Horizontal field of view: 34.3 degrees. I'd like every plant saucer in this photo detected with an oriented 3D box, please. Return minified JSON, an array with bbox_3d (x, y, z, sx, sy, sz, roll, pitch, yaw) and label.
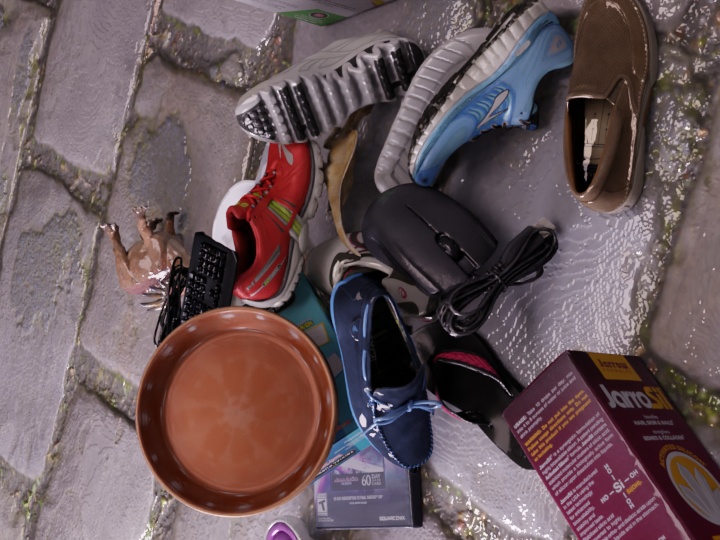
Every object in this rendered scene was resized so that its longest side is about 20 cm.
[{"bbox_3d":[-0.118,0.135,1.125,0.200,0.032,0.201,-2,79,11],"label":"plant saucer"}]

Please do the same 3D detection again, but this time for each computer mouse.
[{"bbox_3d":[0.072,-0.034,1.079,0.138,0.053,0.200,-42,45,-15],"label":"computer mouse"}]

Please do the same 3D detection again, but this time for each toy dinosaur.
[{"bbox_3d":[-0.263,-0.002,1.454,0.200,0.086,0.136,-15,81,50],"label":"toy dinosaur"},{"bbox_3d":[-0.025,-0.098,1.203,0.101,0.058,0.201,139,145,-59],"label":"toy dinosaur"}]

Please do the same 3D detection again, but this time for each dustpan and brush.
[{"bbox_3d":[-0.114,-0.071,1.319,0.140,0.057,0.200,46,117,39],"label":"dustpan and brush"}]

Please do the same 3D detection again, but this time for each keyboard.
[{"bbox_3d":[-0.179,0.062,1.189,0.104,0.040,0.201,26,108,47],"label":"keyboard"}]

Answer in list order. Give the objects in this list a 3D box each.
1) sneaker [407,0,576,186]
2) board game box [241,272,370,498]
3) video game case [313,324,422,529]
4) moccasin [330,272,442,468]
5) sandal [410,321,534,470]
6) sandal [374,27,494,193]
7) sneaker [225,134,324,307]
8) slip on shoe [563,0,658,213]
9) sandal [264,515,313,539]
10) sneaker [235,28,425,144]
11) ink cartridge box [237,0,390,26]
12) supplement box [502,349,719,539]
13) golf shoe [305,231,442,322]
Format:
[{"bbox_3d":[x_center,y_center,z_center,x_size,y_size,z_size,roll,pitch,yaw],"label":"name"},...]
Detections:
[{"bbox_3d":[0.119,-0.146,1.061,0.200,0.090,0.078,-47,10,20],"label":"sneaker"},{"bbox_3d":[-0.076,0.118,1.194,0.151,0.047,0.200,-33,56,2],"label":"board game box"},{"bbox_3d":[0.001,0.164,1.204,0.143,0.019,0.201,-13,77,44],"label":"video game case"},{"bbox_3d":[0.023,0.102,1.074,0.068,0.080,0.200,16,134,59],"label":"moccasin"},{"bbox_3d":[0.105,0.110,1.083,0.200,0.045,0.075,41,115,41],"label":"sandal"},{"bbox_3d":[0.076,-0.156,1.137,0.203,0.082,0.050,-52,10,27],"label":"sandal"},{"bbox_3d":[-0.094,-0.064,1.186,0.077,0.085,0.201,-7,72,55],"label":"sneaker"},{"bbox_3d":[0.205,-0.150,0.997,0.076,0.060,0.201,3,88,45],"label":"slip on shoe"},{"bbox_3d":[-0.054,0.347,1.203,0.203,0.050,0.083,52,124,34],"label":"sandal"},{"bbox_3d":[-0.036,-0.190,1.187,0.081,0.199,0.075,-124,16,-49],"label":"sneaker"},{"bbox_3d":[-0.025,-0.328,1.196,0.200,0.145,0.084,-9,79,45],"label":"ink cartridge box"},{"bbox_3d":[0.216,0.166,0.915,0.086,0.110,0.200,-50,53,29],"label":"supplement box"},{"bbox_3d":[0.000,0.000,1.176,0.200,0.088,0.077,12,96,47],"label":"golf shoe"}]
